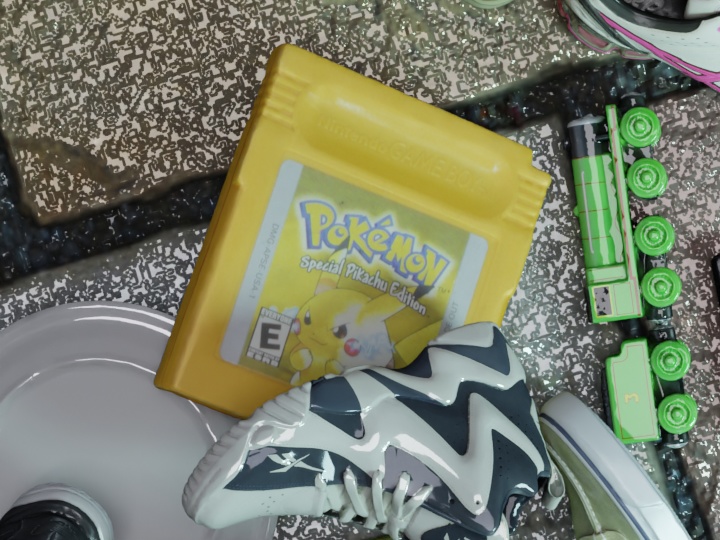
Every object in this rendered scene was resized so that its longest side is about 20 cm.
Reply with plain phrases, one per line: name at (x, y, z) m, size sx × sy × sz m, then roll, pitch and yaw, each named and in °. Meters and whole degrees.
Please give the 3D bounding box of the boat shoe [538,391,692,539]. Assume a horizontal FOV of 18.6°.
boat shoe at (0.151, 0.162, 1.220) m, size 0.062 × 0.072 × 0.201 m, roll -34°, pitch 92°, yaw -4°

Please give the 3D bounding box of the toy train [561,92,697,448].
toy train at (0.152, 0.002, 1.241) m, size 0.056 × 0.042 × 0.202 m, roll -8°, pitch 89°, yaw 9°

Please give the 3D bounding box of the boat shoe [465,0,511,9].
boat shoe at (0.118, -0.235, 1.232) m, size 0.074 × 0.066 × 0.200 m, roll 38°, pitch 88°, yaw 0°

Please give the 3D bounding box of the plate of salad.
plate of salad at (-0.142, 0.116, 1.226) m, size 0.198 × 0.048 × 0.202 m, roll 0°, pitch 96°, yaw 4°

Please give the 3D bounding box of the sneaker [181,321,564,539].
sneaker at (0.018, 0.119, 1.137) m, size 0.198 × 0.080 × 0.130 m, roll -19°, pitch 65°, yaw -28°

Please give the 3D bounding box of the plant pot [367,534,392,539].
plant pot at (0.034, 0.248, 1.155) m, size 0.198 × 0.190 × 0.202 m, roll 0°, pitch 89°, yaw -1°

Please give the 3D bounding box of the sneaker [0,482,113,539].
sneaker at (-0.210, 0.207, 1.165) m, size 0.075 × 0.114 × 0.201 m, roll 35°, pitch 112°, yaw 0°

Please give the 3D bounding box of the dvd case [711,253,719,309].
dvd case at (0.309, 0.043, 1.253) m, size 0.198 × 0.018 × 0.144 m, roll -11°, pitch 89°, yaw -1°

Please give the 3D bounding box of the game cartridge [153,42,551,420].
game cartridge at (0.000, 0.000, 1.211) m, size 0.175 × 0.032 × 0.201 m, roll 21°, pitch 83°, yaw -17°

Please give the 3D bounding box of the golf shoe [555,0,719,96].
golf shoe at (0.207, -0.134, 1.220) m, size 0.198 × 0.092 × 0.073 m, roll 14°, pitch 87°, yaw -2°
